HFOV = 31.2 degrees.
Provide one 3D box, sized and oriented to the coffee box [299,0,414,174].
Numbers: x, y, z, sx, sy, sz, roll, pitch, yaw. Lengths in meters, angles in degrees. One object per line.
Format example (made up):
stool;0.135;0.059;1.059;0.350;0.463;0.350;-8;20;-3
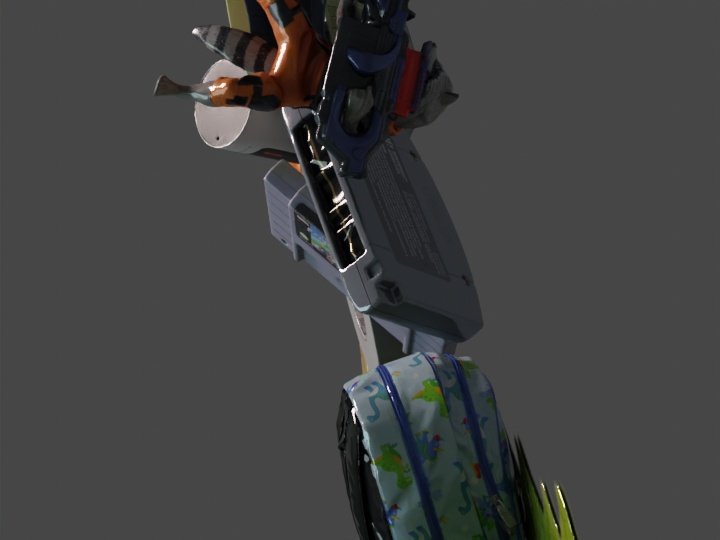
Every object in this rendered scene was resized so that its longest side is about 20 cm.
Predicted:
coffee box;-0.014;-0.180;1.101;0.114;0.079;0.202;115;152;-44

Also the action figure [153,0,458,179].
action figure;-0.020;-0.162;0.883;0.105;0.191;0.202;125;166;-77

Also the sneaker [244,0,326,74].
sneaker;-0.058;-0.232;0.978;0.201;0.073;0.083;96;177;-46

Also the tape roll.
tape roll;0.022;0.009;1.252;0.200;0.065;0.203;164;90;-84

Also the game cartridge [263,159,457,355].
game cartridge;0.000;0.000;1.079;0.199;0.038;0.130;40;169;13

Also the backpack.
backpack;0.050;0.158;0.917;0.201;0.153;0.163;59;-176;-15

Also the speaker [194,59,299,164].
speaker;-0.057;-0.140;1.203;0.081;0.199;0.082;-6;81;42

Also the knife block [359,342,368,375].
knife block;0.037;0.113;1.416;0.177;0.063;0.202;84;175;-52

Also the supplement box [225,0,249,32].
supplement box;-0.094;-0.347;1.601;0.201;0.132;0.202;-94;-2;-57

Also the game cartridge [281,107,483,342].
game cartridge;0.018;-0.042;0.932;0.132;0.040;0.202;16;-136;-45

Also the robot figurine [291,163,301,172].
robot figurine;-0.036;-0.158;1.474;0.143;0.116;0.203;24;128;52
